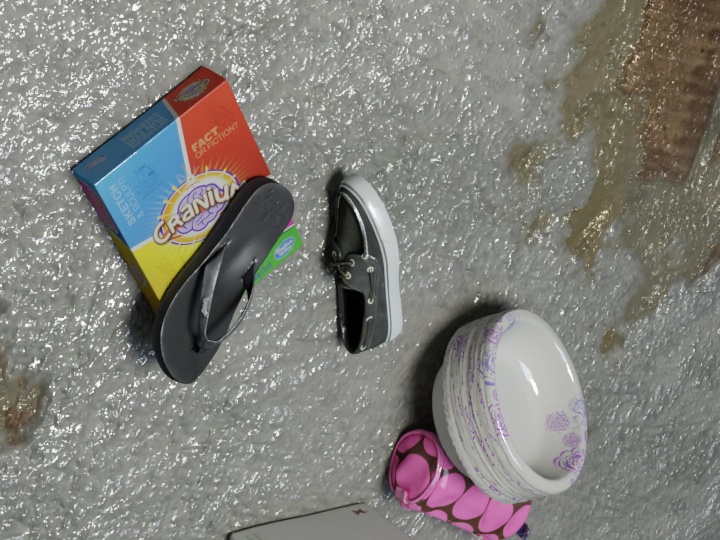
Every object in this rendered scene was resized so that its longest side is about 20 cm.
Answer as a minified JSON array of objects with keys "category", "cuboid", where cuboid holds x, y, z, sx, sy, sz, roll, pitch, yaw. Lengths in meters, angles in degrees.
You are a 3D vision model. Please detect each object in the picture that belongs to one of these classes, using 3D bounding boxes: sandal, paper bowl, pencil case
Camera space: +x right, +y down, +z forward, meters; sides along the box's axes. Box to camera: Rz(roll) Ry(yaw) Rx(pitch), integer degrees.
[{"category":"sandal","cuboid":[-0.121,0.011,1.391,0.076,0.043,0.202,26,94,-46]},{"category":"paper bowl","cuboid":[0.154,0.150,1.688,0.200,0.104,0.203,28,52,-44]},{"category":"pencil case","cuboid":[0.111,0.246,1.754,0.199,0.091,0.094,30,96,-44]}]

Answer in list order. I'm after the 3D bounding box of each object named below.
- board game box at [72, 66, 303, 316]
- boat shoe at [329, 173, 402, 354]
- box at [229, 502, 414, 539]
[{"category":"board game box","cuboid":[-0.149,-0.055,1.392,0.153,0.040,0.201,-41,133,-18]},{"category":"boat shoe","cuboid":[0.000,0.000,1.537,0.056,0.068,0.202,-31,131,-25]},{"category":"box","cuboid":[-0.019,0.374,1.622,0.198,0.198,0.173,-4,114,-40]}]
